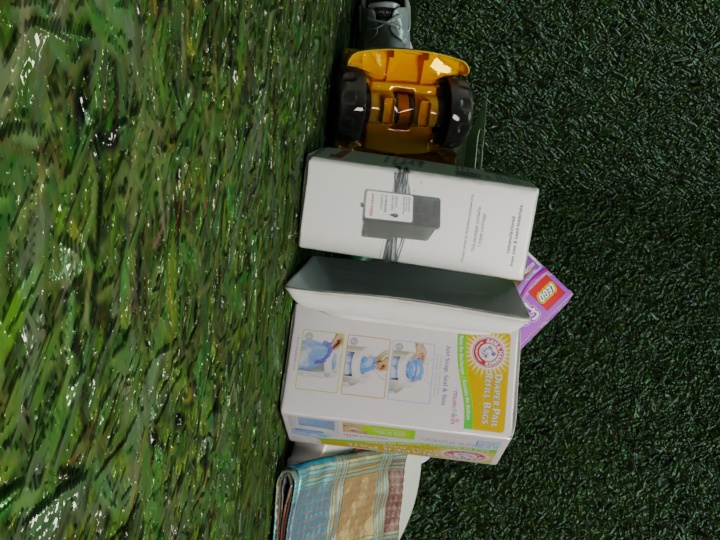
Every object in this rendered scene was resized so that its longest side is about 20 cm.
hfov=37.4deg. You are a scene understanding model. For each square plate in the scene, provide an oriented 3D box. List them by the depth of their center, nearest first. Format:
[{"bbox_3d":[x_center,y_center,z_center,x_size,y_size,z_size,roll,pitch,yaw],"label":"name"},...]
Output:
[{"bbox_3d":[0.042,0.021,0.935,0.200,0.197,0.029,-62,159,-81],"label":"square plate"}]

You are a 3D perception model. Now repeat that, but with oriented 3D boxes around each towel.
[{"bbox_3d":[-0.017,0.245,1.007,0.200,0.022,0.147,3,93,-56],"label":"towel"}]

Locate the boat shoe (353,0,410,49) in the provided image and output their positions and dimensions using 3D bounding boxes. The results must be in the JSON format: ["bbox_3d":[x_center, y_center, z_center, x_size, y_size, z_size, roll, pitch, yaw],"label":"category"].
[{"bbox_3d":[0.024,-0.288,1.238,0.072,0.070,0.201,85,4,-63],"label":"boat shoe"}]

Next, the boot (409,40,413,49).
[{"bbox_3d":[0.021,-0.220,1.275,0.090,0.073,0.201,1,76,-60],"label":"boot"}]

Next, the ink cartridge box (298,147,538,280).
[{"bbox_3d":[0.051,-0.055,0.963,0.147,0.199,0.083,-61,160,-79],"label":"ink cartridge box"}]

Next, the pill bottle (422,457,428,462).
[{"bbox_3d":[0.051,0.114,1.193,0.112,0.112,0.201,-77,172,-64],"label":"pill bottle"}]

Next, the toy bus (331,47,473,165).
[{"bbox_3d":[0.024,-0.141,1.128,0.192,0.135,0.201,-124,-142,-69],"label":"toy bus"}]

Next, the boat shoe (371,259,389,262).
[{"bbox_3d":[0.008,-0.018,1.371,0.200,0.069,0.071,100,2,-55],"label":"boat shoe"}]

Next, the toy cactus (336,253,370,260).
[{"bbox_3d":[0.000,0.000,1.228,0.200,0.102,0.165,105,4,-53],"label":"toy cactus"}]

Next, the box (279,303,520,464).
[{"bbox_3d":[0.036,0.104,0.955,0.113,0.199,0.102,88,9,-68],"label":"box"}]

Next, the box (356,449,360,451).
[{"bbox_3d":[-0.013,0.340,1.429,0.100,0.095,0.201,-78,173,-55],"label":"box"}]

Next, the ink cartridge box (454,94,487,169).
[{"bbox_3d":[0.118,-0.121,1.394,0.200,0.048,0.146,103,-4,-62],"label":"ink cartridge box"}]

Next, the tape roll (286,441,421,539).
[{"bbox_3d":[-0.003,0.208,1.073,0.203,0.037,0.204,-15,108,-55],"label":"tape roll"}]

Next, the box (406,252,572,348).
[{"bbox_3d":[0.091,0.047,1.051,0.200,0.137,0.039,-43,167,-10],"label":"box"}]
